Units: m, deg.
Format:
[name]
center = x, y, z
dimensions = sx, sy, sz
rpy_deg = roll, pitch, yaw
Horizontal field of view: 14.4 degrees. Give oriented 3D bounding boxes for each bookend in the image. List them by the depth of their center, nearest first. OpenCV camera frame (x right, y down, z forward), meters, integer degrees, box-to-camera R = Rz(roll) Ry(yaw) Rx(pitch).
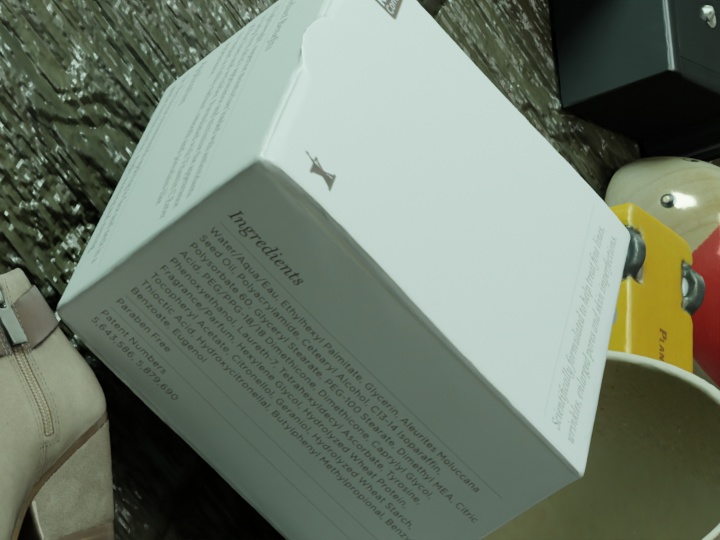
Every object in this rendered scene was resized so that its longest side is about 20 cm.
[bookend]
center = 0.141, -0.180, 1.602
dimensions = 0.200, 0.092, 0.199
rpy_deg = 18, 62, -47

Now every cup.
[cup]
center = 0.090, 0.151, 1.342
dimensions = 0.200, 0.200, 0.144
rpy_deg = -51, 140, -49

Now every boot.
[boot]
center = -0.174, 0.075, 1.114
dimensions = 0.200, 0.070, 0.147
rpy_deg = -12, 79, -55

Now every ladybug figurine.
[ladybug figurine]
center = 0.216, 0.016, 1.627
dimensions = 0.200, 0.072, 0.136
rpy_deg = 50, 39, -20

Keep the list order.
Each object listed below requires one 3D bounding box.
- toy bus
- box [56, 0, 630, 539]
[toy bus]
center = 0.132, 0.070, 1.498
dimensions = 0.065, 0.078, 0.201
rpy_deg = 29, 54, -42
[box]
center = 0.000, 0.000, 1.254
dimensions = 0.200, 0.131, 0.199
rpy_deg = 45, 31, -16
